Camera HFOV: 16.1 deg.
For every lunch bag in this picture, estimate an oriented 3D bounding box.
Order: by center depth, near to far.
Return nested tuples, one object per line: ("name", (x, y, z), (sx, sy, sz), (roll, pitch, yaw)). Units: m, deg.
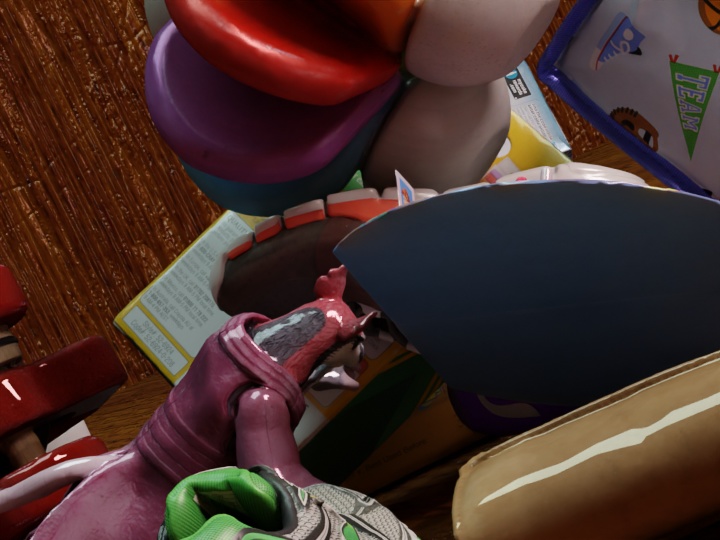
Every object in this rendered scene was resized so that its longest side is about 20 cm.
("lunch bag", (0.205, -0.077, 1.100), (0.170, 0.200, 0.124), (-31, -24, -51))

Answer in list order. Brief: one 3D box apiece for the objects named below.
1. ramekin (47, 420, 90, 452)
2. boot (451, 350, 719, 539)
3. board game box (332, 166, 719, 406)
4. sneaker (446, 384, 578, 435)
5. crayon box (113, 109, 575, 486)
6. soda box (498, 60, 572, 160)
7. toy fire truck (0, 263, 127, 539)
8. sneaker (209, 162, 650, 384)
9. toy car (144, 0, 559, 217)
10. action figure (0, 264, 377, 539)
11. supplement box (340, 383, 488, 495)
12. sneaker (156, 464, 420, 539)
("ramekin", (-0.219, 0.162, 1.357), (0.202, 0.094, 0.202), (-27, 3, 2))
("boot", (0.118, 0.051, 0.777), (0.200, 0.066, 0.175), (-24, -9, 20))
("board game box", (0.087, -0.004, 0.996), (0.158, 0.039, 0.200), (-7, -28, 21))
("sneaker", (0.133, 0.015, 1.160), (0.200, 0.070, 0.100), (-27, 5, -7))
("crayon box", (0.000, 0.000, 1.174), (0.200, 0.126, 0.052), (-44, -35, -2))
("soda box", (0.069, -0.017, 1.322), (0.068, 0.064, 0.200), (-20, -32, -8))
("toy fire truck", (-0.207, 0.091, 1.134), (0.200, 0.112, 0.168), (-27, -5, -30))
("sneaker", (0.029, 0.010, 1.084), (0.200, 0.082, 0.077), (-10, -15, 19))
("toy car", (-0.025, -0.101, 1.075), (0.150, 0.175, 0.200), (-47, -15, -36))
("action figure", (-0.070, 0.071, 1.033), (0.200, 0.149, 0.134), (-54, 23, 15))
("supplement box", (0.053, 0.049, 1.270), (0.200, 0.067, 0.069), (-25, 3, 0))
("sneaker", (-0.024, 0.099, 0.879), (0.078, 0.085, 0.200), (-26, 2, 7))
